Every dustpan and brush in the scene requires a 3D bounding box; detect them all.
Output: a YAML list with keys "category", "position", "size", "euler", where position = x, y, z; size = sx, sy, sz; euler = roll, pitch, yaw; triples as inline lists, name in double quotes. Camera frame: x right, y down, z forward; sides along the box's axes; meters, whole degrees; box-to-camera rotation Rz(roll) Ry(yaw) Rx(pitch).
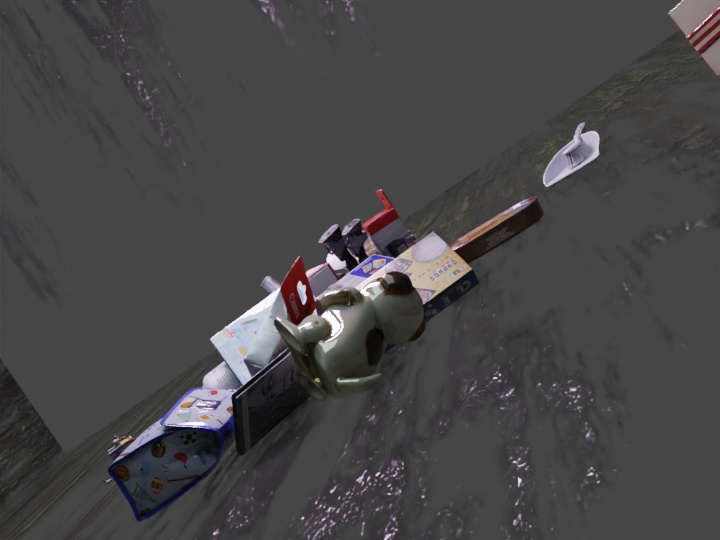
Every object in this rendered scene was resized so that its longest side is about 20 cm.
- category: "dustpan and brush"
  position: [0.456, -0.261, 1.832]
  size: [0.138, 0.058, 0.200]
  euler: [-32, 6, 37]

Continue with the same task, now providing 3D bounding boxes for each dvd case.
- category: "dvd case"
  position: [-0.118, 0.180, 1.340]
  size: [0.199, 0.016, 0.151]
  euler: [-38, -31, -33]

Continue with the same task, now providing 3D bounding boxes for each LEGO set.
- category: "LEGO set"
  position: [-0.391, 0.333, 1.597]
  size: [0.152, 0.117, 0.200]
  euler: [-35, 5, -9]

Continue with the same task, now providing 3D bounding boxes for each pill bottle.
- category: "pill bottle"
  position: [-0.218, 0.214, 1.598]
  size: [0.198, 0.115, 0.113]
  euler: [-35, 5, -10]

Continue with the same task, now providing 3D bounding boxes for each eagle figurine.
- category: "eagle figurine"
  position: [0.030, -0.012, 2.004]
  size: [0.148, 0.155, 0.199]
  euler: [-13, -13, -34]

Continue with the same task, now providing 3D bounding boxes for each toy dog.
- category: "toy dog"
  position: [0.002, 0.081, 1.255]
  size: [0.198, 0.142, 0.193]
  euler: [-36, 23, -22]

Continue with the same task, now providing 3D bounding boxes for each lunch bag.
- category: "lunch bag"
  position: [-0.269, 0.269, 1.363]
  size: [0.198, 0.125, 0.170]
  euler: [-32, 5, 16]

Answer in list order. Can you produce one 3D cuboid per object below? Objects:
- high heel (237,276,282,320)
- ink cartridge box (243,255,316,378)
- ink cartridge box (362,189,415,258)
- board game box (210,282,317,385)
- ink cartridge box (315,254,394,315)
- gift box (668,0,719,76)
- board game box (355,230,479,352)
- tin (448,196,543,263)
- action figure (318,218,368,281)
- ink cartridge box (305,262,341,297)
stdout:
- category: "high heel"
  position: [-0.175, 0.129, 1.674]
  size: [0.071, 0.142, 0.204]
  euler: [14, -75, -48]
- category: "ink cartridge box"
  position: [-0.110, 0.105, 1.403]
  size: [0.161, 0.046, 0.203]
  euler: [76, -144, -56]
- category: "ink cartridge box"
  position: [0.064, -0.054, 1.706]
  size: [0.066, 0.202, 0.116]
  euler: [-32, 5, -2]
- category: "board game box"
  position: [-0.136, 0.131, 1.530]
  size: [0.198, 0.042, 0.200]
  euler: [-35, 49, -12]
- category: "ink cartridge box"
  position: [0.055, 0.040, 1.523]
  size: [0.196, 0.048, 0.197]
  euler: [13, 30, 30]
- category: "gift box"
  position: [0.717, -0.491, 1.625]
  size: [0.200, 0.185, 0.187]
  euler: [-43, 1, -39]
- category: "board game box"
  position: [0.074, 0.034, 1.395]
  size: [0.198, 0.035, 0.136]
  euler: [-35, 38, -4]
- category: "tin"
  position: [0.238, -0.067, 1.562]
  size: [0.197, 0.042, 0.112]
  euler: [-31, 1, 4]
- category: "action figure"
  position: [0.000, 0.000, 1.705]
  size: [0.128, 0.202, 0.070]
  euler: [-7, 35, 37]
- category: "ink cartridge box"
  position: [-0.072, 0.072, 1.756]
  size: [0.084, 0.146, 0.200]
  euler: [-37, 5, -13]
